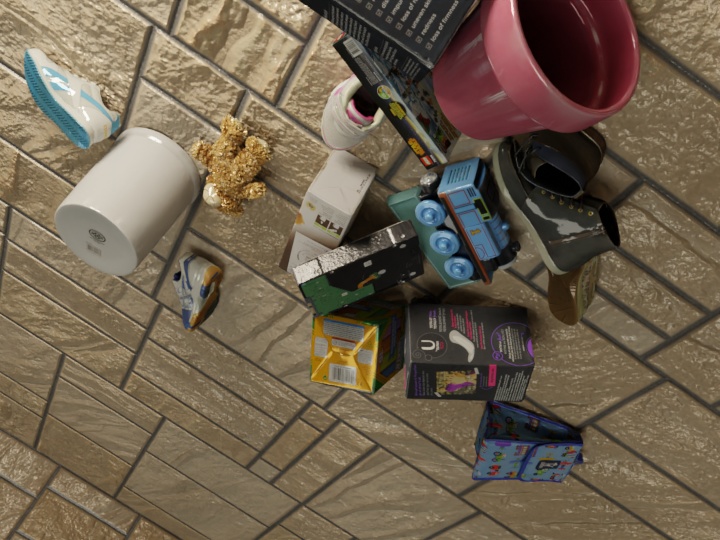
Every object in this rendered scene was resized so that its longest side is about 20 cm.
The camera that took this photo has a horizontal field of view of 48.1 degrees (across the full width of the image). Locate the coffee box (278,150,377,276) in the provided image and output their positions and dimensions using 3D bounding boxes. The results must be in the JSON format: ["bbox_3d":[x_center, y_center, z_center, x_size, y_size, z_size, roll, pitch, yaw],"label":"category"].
[{"bbox_3d":[-0.054,-0.079,1.278,0.079,0.115,0.201,28,140,1],"label":"coffee box"}]

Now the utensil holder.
[{"bbox_3d":[-0.393,-0.116,1.371,0.168,0.201,0.171,16,138,15],"label":"utensil holder"}]

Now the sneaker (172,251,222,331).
[{"bbox_3d":[-0.333,0.039,1.612,0.088,0.075,0.201,35,134,10],"label":"sneaker"}]

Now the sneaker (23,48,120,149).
[{"bbox_3d":[-0.484,-0.291,1.342,0.200,0.081,0.077,49,142,7],"label":"sneaker"}]

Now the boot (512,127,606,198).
[{"bbox_3d":[0.220,-0.173,1.031,0.199,0.097,0.075,29,140,-1],"label":"boot"}]

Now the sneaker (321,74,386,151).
[{"bbox_3d":[-0.005,-0.226,1.113,0.081,0.089,0.200,34,140,-7],"label":"sneaker"}]

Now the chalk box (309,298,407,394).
[{"bbox_3d":[0.008,0.119,1.418,0.124,0.200,0.125,9,104,20],"label":"chalk box"}]

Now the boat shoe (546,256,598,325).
[{"bbox_3d":[0.313,-0.011,1.186,0.073,0.062,0.201,34,146,37],"label":"boat shoe"}]

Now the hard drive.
[{"bbox_3d":[0.000,0.000,1.274,0.198,0.038,0.140,-24,153,-1],"label":"hard drive"}]

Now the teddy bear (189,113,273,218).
[{"bbox_3d":[-0.213,-0.163,1.319,0.145,0.067,0.199,45,137,-15],"label":"teddy bear"}]

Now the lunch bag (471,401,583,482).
[{"bbox_3d":[0.323,0.339,1.536,0.198,0.095,0.151,9,137,4],"label":"lunch bag"}]

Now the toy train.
[{"bbox_3d":[0.161,-0.067,1.190,0.113,0.087,0.201,-11,126,31],"label":"toy train"}]

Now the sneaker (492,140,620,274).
[{"bbox_3d":[0.264,-0.101,1.079,0.106,0.075,0.201,-28,97,44],"label":"sneaker"}]

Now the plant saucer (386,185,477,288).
[{"bbox_3d":[0.118,-0.046,1.287,0.069,0.019,0.200,-15,125,40],"label":"plant saucer"}]

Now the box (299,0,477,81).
[{"bbox_3d":[0.042,-0.344,0.858,0.196,0.201,0.124,33,-177,-6],"label":"box"}]

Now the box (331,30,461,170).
[{"bbox_3d":[0.062,-0.246,1.015,0.040,0.137,0.200,-17,122,43],"label":"box"}]

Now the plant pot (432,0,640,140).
[{"bbox_3d":[0.184,-0.239,0.917,0.200,0.201,0.178,44,149,-18],"label":"plant pot"}]

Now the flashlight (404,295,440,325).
[{"bbox_3d":[0.118,0.131,1.444,0.067,0.068,0.201,17,135,20],"label":"flashlight"}]

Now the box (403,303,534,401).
[{"bbox_3d":[0.172,0.135,1.320,0.198,0.123,0.107,3,138,-1],"label":"box"}]
